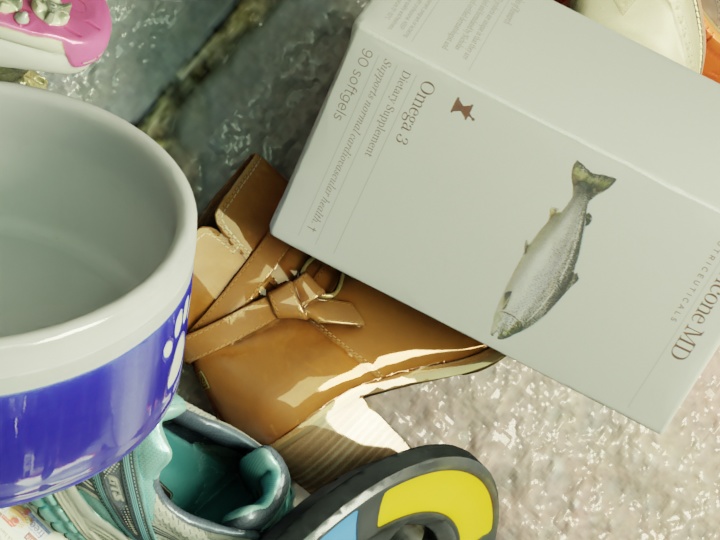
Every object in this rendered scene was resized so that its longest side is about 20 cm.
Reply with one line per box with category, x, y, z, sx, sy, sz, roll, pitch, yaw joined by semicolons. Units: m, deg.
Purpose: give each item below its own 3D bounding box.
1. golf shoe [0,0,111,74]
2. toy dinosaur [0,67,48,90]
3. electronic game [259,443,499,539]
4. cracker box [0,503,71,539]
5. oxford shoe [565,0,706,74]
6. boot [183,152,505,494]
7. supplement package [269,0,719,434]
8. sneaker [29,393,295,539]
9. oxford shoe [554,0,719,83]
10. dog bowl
golf shoe;-0.205;-0.116;0.728;0.199;0.092;0.075;19;41;-8
toy dinosaur;-0.175;-0.135;0.773;0.200;0.047;0.088;44;81;-14
electronic game;-0.009;0.164;0.796;0.200;0.042;0.201;-34;145;-28
cracker box;-0.233;0.133;0.744;0.200;0.058;0.134;-43;106;-18
oxford shoe;0.134;-0.081;0.855;0.070;0.074;0.201;0;113;14
boot;0.000;0.000;0.838;0.155;0.074;0.200;47;64;-7
supplement package;0.081;-0.041;0.778;0.199;0.117;0.117;27;123;2
sneaker;-0.061;0.115;0.772;0.200;0.086;0.078;42;47;-42
oxford shoe;0.173;-0.136;0.921;0.200;0.071;0.073;33;55;-21
dog bowl;-0.167;0.003;0.690;0.199;0.200;0.079;-9;128;-23
